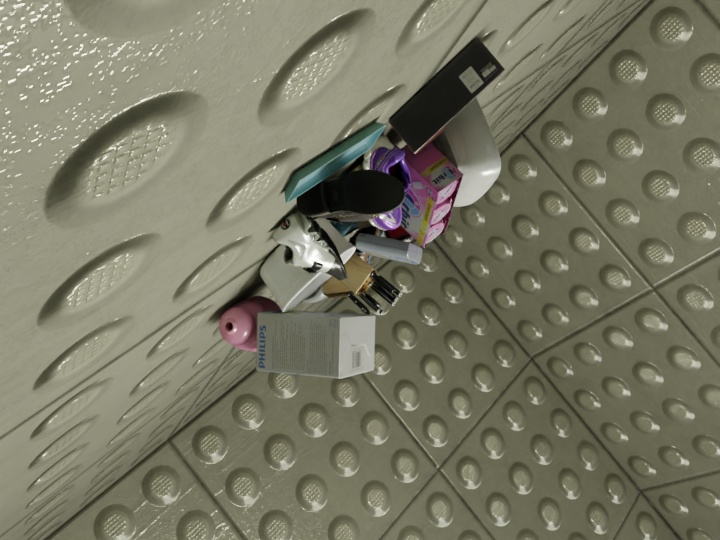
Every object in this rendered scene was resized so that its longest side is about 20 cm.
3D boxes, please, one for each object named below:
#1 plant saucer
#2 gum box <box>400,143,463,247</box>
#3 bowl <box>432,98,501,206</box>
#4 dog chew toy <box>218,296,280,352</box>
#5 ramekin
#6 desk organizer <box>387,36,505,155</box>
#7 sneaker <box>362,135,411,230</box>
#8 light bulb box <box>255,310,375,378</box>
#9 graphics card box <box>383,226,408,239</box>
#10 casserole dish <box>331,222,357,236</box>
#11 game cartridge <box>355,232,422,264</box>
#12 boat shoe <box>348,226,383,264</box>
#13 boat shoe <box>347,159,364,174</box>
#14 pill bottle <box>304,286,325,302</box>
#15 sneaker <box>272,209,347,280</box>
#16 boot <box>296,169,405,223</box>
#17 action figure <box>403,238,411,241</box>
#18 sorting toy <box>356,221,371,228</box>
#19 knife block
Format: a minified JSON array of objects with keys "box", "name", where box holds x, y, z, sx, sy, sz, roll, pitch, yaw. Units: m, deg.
[{"box":[-0.040,-0.171,1.068,0.199,0.019,0.070,-40,175,-34],"name":"plant saucer"},{"box":[0.117,-0.142,1.306,0.066,0.114,0.201,-35,159,-21],"name":"gum box"},{"box":[0.172,-0.230,1.305,0.073,0.203,0.200,-16,167,-19],"name":"bowl"},{"box":[-0.244,0.120,1.515,0.124,0.125,0.200,-41,168,12],"name":"dog chew toy"},{"box":[-0.113,-0.017,1.418,0.200,0.098,0.200,-41,176,-3],"name":"ramekin"},{"box":[0.145,-0.291,1.173,0.199,0.072,0.077,-42,178,8],"name":"desk organizer"},{"box":[0.053,-0.142,1.237,0.080,0.083,0.202,-41,146,-24],"name":"sneaker"},{"box":[-0.092,0.153,1.480,0.196,0.128,0.198,1,178,24],"name":"light bulb box"},{"box":[0.114,-0.105,1.550,0.123,0.052,0.200,-23,177,1],"name":"graphics card box"},{"box":[0.000,-0.135,1.639,0.121,0.039,0.200,-44,176,34],"name":"casserole dish"},{"box":[0.068,-0.044,1.489,0.200,0.131,0.042,19,87,-80],"name":"game cartridge"},{"box":[-0.008,-0.045,1.624,0.073,0.071,0.203,75,37,-64],"name":"boat shoe"},{"box":[0.028,-0.174,1.314,0.073,0.065,0.200,-41,175,27],"name":"boat shoe"},{"box":[-0.110,0.016,1.654,0.112,0.113,0.200,-41,176,13],"name":"pill bottle"},{"box":[-0.093,-0.034,1.256,0.088,0.075,0.200,-33,138,6],"name":"sneaker"},{"box":[0.001,-0.116,1.156,0.196,0.071,0.174,-2,177,21],"name":"boot"},{"box":[0.110,-0.165,1.745,0.150,0.133,0.199,-57,-162,-11],"name":"action figure"},{"box":[0.069,-0.163,1.532,0.199,0.107,0.180,-37,176,-40],"name":"sorting toy"},{"box":[0.000,0.000,1.535,0.172,0.205,0.064,-8,168,10],"name":"knife block"}]
